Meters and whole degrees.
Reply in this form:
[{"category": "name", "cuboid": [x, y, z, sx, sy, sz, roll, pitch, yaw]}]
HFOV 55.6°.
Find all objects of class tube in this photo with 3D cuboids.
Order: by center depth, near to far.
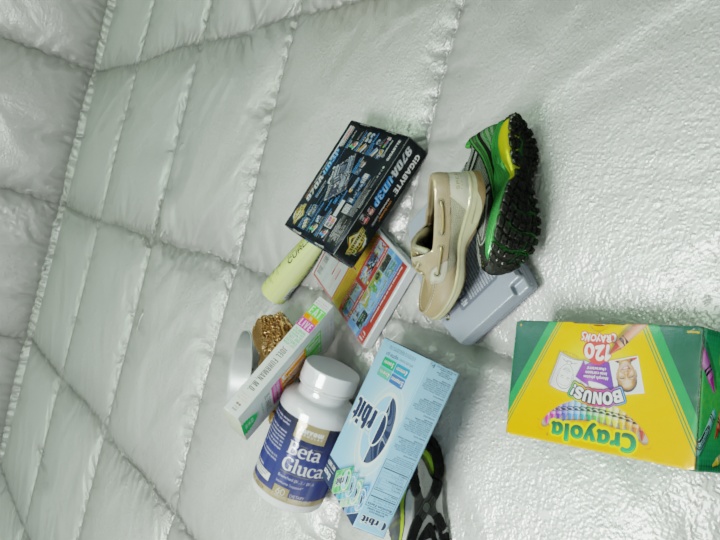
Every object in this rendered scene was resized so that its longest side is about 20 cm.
[{"category": "tube", "cuboid": [-0.095, -0.026, 1.132, 0.200, 0.052, 0.058, -48, 58, 31]}]

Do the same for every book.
[{"category": "book", "cuboid": [-0.114, 0.138, 0.969, 0.200, 0.048, 0.134, -50, -11, -22]}]

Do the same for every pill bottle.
[{"category": "pill bottle", "cuboid": [-0.073, 0.228, 0.971, 0.111, 0.111, 0.201, 32, 105, 52]}]

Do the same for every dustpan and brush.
[{"category": "dustpan and brush", "cuboid": [-0.194, 0.192, 1.147, 0.200, 0.057, 0.140, -83, 0, -79]}]

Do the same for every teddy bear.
[{"category": "teddy bear", "cuboid": [-0.122, 0.168, 1.102, 0.145, 0.066, 0.200, 111, 146, -40]}]

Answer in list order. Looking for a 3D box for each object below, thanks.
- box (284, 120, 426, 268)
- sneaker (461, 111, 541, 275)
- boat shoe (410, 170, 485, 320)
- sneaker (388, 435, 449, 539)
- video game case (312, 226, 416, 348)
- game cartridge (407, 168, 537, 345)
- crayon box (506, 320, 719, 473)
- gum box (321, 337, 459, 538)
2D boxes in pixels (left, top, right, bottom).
[{"category": "box", "cuboid": [-0.012, -0.119, 1.015, 0.200, 0.046, 0.159, -58, 38, -2]}, {"category": "sneaker", "cuboid": [0.157, -0.082, 0.792, 0.085, 0.078, 0.201, -19, 51, 41]}, {"category": "boat shoe", "cuboid": [0.086, -0.026, 0.780, 0.072, 0.065, 0.201, -102, 17, -48]}, {"category": "sneaker", "cuboid": [0.058, 0.300, 0.824, 0.081, 0.074, 0.201, -30, 48, 52]}, {"category": "video game case", "cuboid": [0.000, 0.000, 1.027, 0.143, 0.017, 0.200, -61, 39, 20]}, {"category": "game cartridge", "cuboid": [0.128, -0.014, 0.851, 0.133, 0.040, 0.201, -45, 47, 30]}, {"category": "crayon box", "cuboid": [0.237, 0.112, 0.649, 0.200, 0.058, 0.119, -3, 76, 52]}, {"category": "gum box", "cuboid": [0.029, 0.192, 0.829, 0.201, 0.044, 0.170, -64, 15, -5]}]
